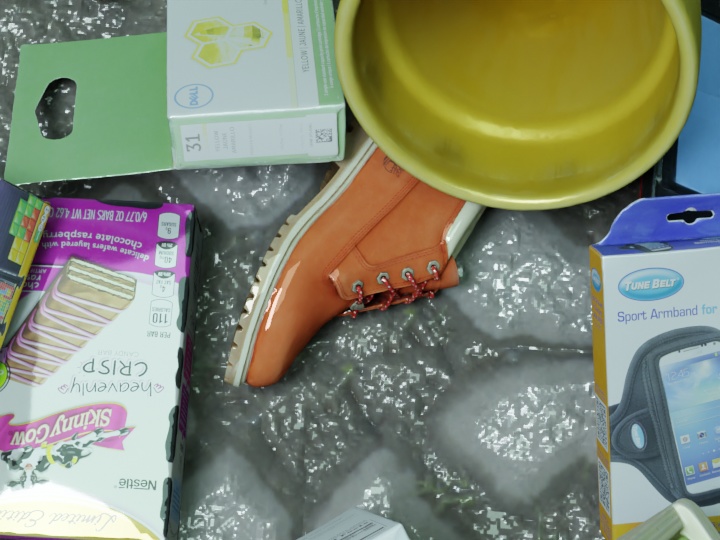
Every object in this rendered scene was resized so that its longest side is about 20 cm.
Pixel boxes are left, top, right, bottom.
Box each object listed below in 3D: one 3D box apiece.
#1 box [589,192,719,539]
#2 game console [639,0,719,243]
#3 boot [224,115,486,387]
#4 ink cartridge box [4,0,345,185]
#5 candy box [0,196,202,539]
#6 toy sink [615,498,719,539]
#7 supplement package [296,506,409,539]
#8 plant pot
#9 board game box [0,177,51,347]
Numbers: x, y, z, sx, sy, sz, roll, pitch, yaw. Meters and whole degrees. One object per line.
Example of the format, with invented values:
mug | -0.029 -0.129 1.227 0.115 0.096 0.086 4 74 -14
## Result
box | 0.194 0.058 0.885 0.119 0.041 0.201 -5 104 -2
game console | 0.269 -0.092 0.925 0.172 0.119 0.201 18 71 -31
boot | 0.000 0.000 0.926 0.107 0.075 0.200 33 75 3
ink cartridge box | -0.112 -0.119 0.935 0.199 0.048 0.146 -3 43 -4
candy box | -0.168 0.060 0.909 0.136 0.061 0.201 2 75 0
toy sink | 0.150 0.203 0.791 0.112 0.200 0.131 -39 76 25
supplement package | -0.043 0.241 0.810 0.200 0.111 0.156 -27 93 -13
plant pot | 0.100 -0.169 0.903 0.200 0.201 0.189 14 44 3
board game box | -0.285 0.031 0.879 0.165 0.057 0.201 13 80 27
